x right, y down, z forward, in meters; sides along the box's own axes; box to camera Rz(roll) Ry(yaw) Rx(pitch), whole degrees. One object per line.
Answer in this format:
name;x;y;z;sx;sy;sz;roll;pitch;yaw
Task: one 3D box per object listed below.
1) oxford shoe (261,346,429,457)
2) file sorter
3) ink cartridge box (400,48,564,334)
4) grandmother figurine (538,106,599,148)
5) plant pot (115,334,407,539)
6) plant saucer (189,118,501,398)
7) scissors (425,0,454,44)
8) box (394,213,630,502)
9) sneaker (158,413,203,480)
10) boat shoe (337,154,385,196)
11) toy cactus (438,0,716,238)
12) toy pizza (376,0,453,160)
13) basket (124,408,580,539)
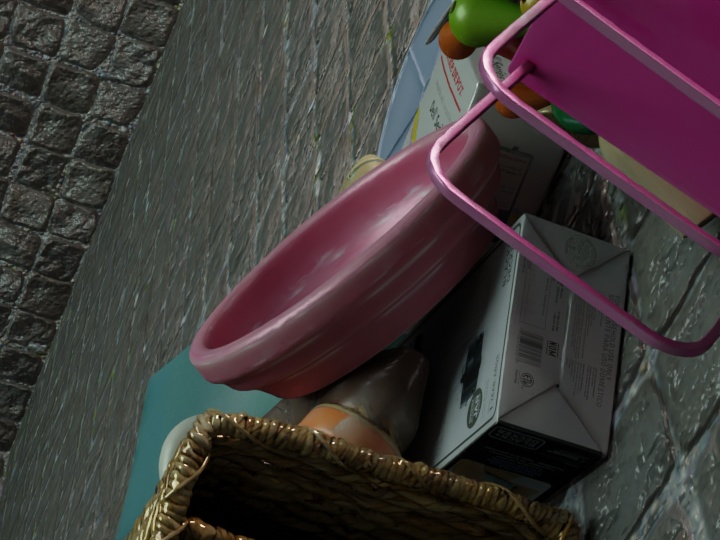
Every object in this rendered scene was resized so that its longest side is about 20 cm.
oxford shoe;-0.009;0.084;1.067;0.073;0.071;0.200;-55;11;-18
file sorter;0.131;-0.091;0.702;0.125;0.138;0.201;-44;-14;-51
ink cartridge box;0.069;-0.069;1.164;0.117;0.067;0.201;-101;32;-65
grandmother figurine;0.137;-0.167;1.043;0.121;0.060;0.202;131;156;-69
plant pot;-0.047;0.110;1.278;0.200;0.140;0.142;-43;31;50
plant saucer;0.000;0.000;1.042;0.200;0.051;0.201;-37;12;9
scissors;0.098;-0.219;1.194;0.200;0.014;0.073;-52;-2;-30
box;0.064;0.068;1.025;0.200;0.060;0.118;130;154;-58
sneaker;-0.039;0.165;1.066;0.077;0.200;0.111;-47;2;-18
boat shoe;-0.013;0.010;1.331;0.201;0.072;0.064;112;148;-47
toy cactus;0.113;-0.094;0.883;0.102;0.166;0.200;-32;-8;-19
toy pizza;0.059;-0.115;1.341;0.200;0.031;0.202;-163;90;-76
basket;-0.016;0.176;0.909;0.149;0.198;0.144;125;159;-50
